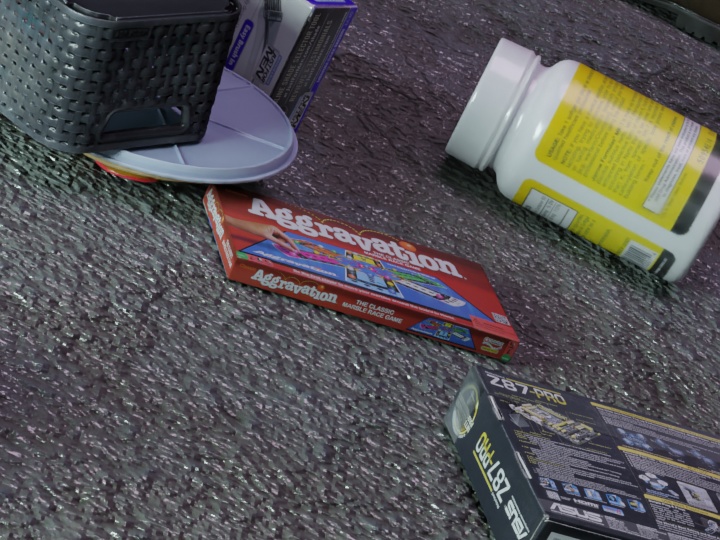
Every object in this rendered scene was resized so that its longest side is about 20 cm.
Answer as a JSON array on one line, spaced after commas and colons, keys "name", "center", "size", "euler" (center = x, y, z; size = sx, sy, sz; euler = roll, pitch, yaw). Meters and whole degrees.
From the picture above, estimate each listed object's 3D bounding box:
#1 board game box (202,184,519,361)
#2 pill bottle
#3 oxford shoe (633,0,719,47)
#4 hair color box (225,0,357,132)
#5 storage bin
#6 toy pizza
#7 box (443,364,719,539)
[{"name": "board game box", "center": [0.000, 0.000, 1.594], "size": [0.200, 0.019, 0.103], "euler": [17, 23, -22]}, {"name": "pill bottle", "center": [0.171, -0.084, 1.835], "size": [0.200, 0.114, 0.114], "euler": [28, 23, 1]}, {"name": "oxford shoe", "center": [0.301, -0.304, 2.485], "size": [0.200, 0.085, 0.073], "euler": [26, 24, 2]}, {"name": "hair color box", "center": [-0.111, -0.192, 1.766], "size": [0.200, 0.109, 0.065], "euler": [38, 24, 24]}, {"name": "storage bin", "center": [-0.188, -0.165, 1.580], "size": [0.135, 0.094, 0.200], "euler": [-9, 36, -44]}, {"name": "toy pizza", "center": [-0.139, -0.100, 1.628], "size": [0.200, 0.032, 0.200], "euler": [15, 26, -7]}, {"name": "box", "center": [0.160, 0.136, 1.439], "size": [0.200, 0.049, 0.161], "euler": [17, 26, -23]}]
